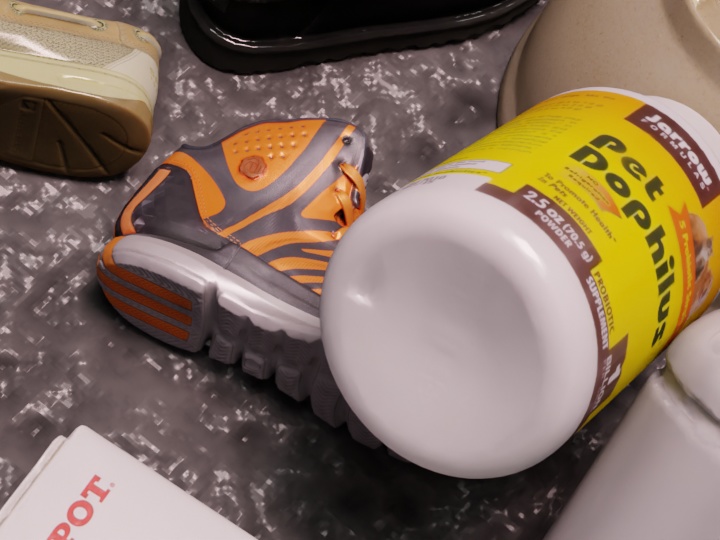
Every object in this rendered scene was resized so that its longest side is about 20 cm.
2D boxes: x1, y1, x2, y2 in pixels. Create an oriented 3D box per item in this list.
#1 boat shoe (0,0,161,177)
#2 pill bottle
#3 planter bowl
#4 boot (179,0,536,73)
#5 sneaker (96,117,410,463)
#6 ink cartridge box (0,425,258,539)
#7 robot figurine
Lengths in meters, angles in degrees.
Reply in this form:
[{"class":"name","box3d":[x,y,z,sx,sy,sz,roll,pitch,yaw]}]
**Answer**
[{"class":"boat shoe","box3d":[-0.183,-0.097,0.923,0.200,0.073,0.063,12,52,-11]},{"class":"pill bottle","box3d":[0.076,-0.005,0.840,0.109,0.109,0.200,41,34,11]},{"class":"planter bowl","box3d":[0.174,-0.090,0.972,0.199,0.135,0.201,7,58,-11]},{"class":"boot","box3d":[0.022,-0.167,0.962,0.211,0.158,0.080,-21,68,-24]},{"class":"sneaker","box3d":[0.000,0.000,0.908,0.199,0.078,0.112,28,59,2]},{"class":"ink cartridge box","box3d":[-0.065,0.175,0.785,0.200,0.084,0.145,32,58,5]},{"class":"robot figurine","box3d":[0.140,0.095,0.824,0.113,0.200,0.170,27,16,-13]}]
